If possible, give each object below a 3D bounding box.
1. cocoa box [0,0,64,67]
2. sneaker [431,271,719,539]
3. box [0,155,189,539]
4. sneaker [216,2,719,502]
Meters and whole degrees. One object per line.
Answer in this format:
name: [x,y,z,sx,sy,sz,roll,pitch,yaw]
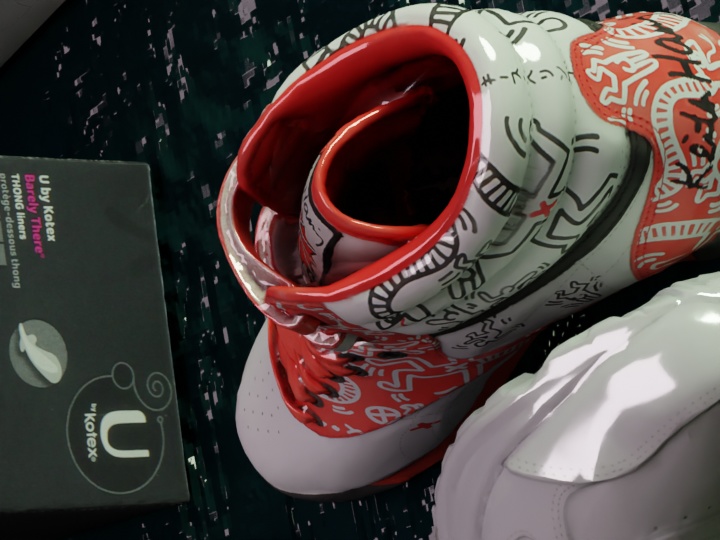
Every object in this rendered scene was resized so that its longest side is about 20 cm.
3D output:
cocoa box: [-0.149,-0.143,0.741,0.200,0.131,0.134,-38,62,43]
sneaker: [0.058,0.089,0.546,0.099,0.078,0.200,49,134,30]
box: [-0.165,0.030,0.703,0.122,0.200,0.106,-20,74,48]
sneaker: [0.000,-0.001,0.578,0.201,0.108,0.067,-35,64,44]
